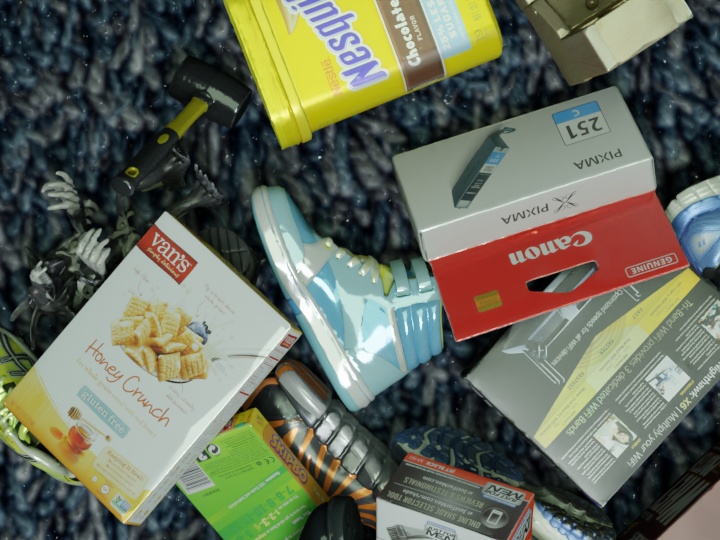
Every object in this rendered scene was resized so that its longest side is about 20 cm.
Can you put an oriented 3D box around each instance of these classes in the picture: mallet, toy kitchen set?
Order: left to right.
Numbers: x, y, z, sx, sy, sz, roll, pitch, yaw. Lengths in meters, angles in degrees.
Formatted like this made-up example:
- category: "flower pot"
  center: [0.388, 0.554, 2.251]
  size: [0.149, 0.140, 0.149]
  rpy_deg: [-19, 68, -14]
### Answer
- category: "mallet"
  center: [-0.157, -0.116, 1.576]
  size: [0.066, 0.200, 0.041]
  rpy_deg: [33, 125, 9]
- category: "toy kitchen set"
  center: [0.195, -0.279, 1.574]
  size: [0.163, 0.180, 0.201]
  rpy_deg: [-33, 94, -2]

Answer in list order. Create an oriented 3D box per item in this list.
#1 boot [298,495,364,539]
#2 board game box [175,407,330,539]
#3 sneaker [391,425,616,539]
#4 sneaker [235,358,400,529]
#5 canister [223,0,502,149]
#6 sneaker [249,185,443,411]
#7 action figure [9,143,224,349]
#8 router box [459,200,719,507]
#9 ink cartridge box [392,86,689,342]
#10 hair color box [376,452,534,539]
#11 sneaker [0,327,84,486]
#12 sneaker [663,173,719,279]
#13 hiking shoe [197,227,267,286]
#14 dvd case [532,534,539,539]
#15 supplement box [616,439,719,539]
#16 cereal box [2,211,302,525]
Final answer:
- category: "boot"
  center: [-0.079, 0.254, 1.566]
  size: [0.167, 0.201, 0.077]
  rpy_deg: [1, 45, 7]
- category: "board game box"
  center: [-0.068, 0.198, 1.585]
  size: [0.095, 0.030, 0.200]
  rpy_deg: [-22, 118, 27]
- category: "sneaker"
  center: [0.104, 0.202, 1.619]
  size: [0.199, 0.077, 0.086]
  rpy_deg: [31, 110, 14]
- category: "sneaker"
  center: [-0.032, 0.177, 1.628]
  size: [0.112, 0.078, 0.200]
  rpy_deg: [-43, 89, 10]
- category: "canister"
  center: [0.001, -0.205, 1.620]
  size: [0.199, 0.087, 0.149]
  rpy_deg: [-22, 90, -2]
- category: "sneaker"
  center: [0.000, 0.000, 1.622]
  size: [0.130, 0.080, 0.201]
  rpy_deg: [-27, 99, 1]
- category: "action figure"
  center: [-0.213, -0.027, 1.602]
  size: [0.200, 0.102, 0.119]
  rpy_deg: [-40, 54, -4]
- category: "router box"
  center: [0.206, 0.068, 1.634]
  size: [0.157, 0.052, 0.200]
  rpy_deg: [44, 89, 0]
- category: "ink cartridge box"
  center: [0.142, -0.049, 1.590]
  size: [0.199, 0.045, 0.177]
  rpy_deg: [-18, 48, -1]
- category: "hair color box"
  center: [0.073, 0.250, 1.558]
  size: [0.110, 0.064, 0.201]
  rpy_deg: [17, 132, 20]
- category: "sneaker"
  center: [-0.282, 0.103, 1.617]
  size: [0.199, 0.076, 0.076]
  rpy_deg: [33, 91, 1]
- category: "sneaker"
  center: [0.350, -0.049, 1.614]
  size: [0.199, 0.079, 0.090]
  rpy_deg: [-24, 74, -2]
- category: "hiking shoe"
  center: [-0.147, 0.059, 1.605]
  size: [0.200, 0.101, 0.076]
  rpy_deg: [-47, 68, 4]
- category: "dvd case"
  center: [0.144, 0.287, 1.600]
  size: [0.200, 0.022, 0.146]
  rpy_deg: [38, 134, -1]
- category: "supplement box"
  center: [0.333, 0.241, 1.593]
  size: [0.200, 0.133, 0.197]
  rpy_deg: [-43, 90, -1]
- category: "cereal box"
  center: [-0.161, 0.075, 1.530]
  size: [0.144, 0.040, 0.200]
  rpy_deg: [40, 92, 18]
